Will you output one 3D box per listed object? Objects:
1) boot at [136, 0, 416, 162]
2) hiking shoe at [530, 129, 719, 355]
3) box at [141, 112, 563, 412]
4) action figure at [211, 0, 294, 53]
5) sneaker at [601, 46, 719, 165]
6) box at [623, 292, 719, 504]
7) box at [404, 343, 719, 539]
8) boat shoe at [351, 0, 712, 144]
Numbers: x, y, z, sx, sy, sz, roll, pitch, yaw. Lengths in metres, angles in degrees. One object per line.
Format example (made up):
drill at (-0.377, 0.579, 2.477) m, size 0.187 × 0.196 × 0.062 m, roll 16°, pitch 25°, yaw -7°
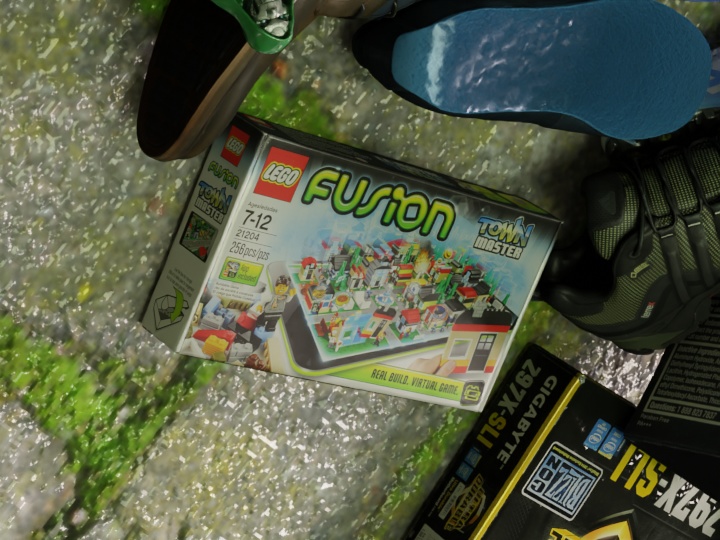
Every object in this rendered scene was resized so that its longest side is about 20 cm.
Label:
boot at (-0.014, -0.120, 0.887) m, size 0.097 × 0.075 × 0.200 m, roll 30°, pitch 91°, yaw -40°
hiking shoe at (0.164, -0.028, 1.029) m, size 0.100 × 0.076 × 0.200 m, roll 13°, pitch 135°, yaw -35°
box at (0.000, 0.000, 0.986) m, size 0.199 × 0.035 × 0.110 m, roll 13°, pitch 104°, yaw -41°
action figure at (-0.059, -0.182, 0.796) m, size 0.118 × 0.055 × 0.201 m, roll -20°, pitch 104°, yaw -15°
sneaker at (0.211, -0.106, 1.083) m, size 0.199 × 0.073 × 0.072 m, roll -23°, pitch 154°, yaw -12°
box at (0.275, 0.038, 1.060) m, size 0.123 × 0.200 × 0.199 m, roll 34°, pitch 77°, yaw -30°
box at (0.122, 0.149, 1.150) m, size 0.200 × 0.049 × 0.160 m, roll 32°, pitch 90°, yaw -43°
boat shoe at (0.084, -0.109, 0.975) m, size 0.199 × 0.069 × 0.085 m, roll 8°, pitch 99°, yaw -40°
